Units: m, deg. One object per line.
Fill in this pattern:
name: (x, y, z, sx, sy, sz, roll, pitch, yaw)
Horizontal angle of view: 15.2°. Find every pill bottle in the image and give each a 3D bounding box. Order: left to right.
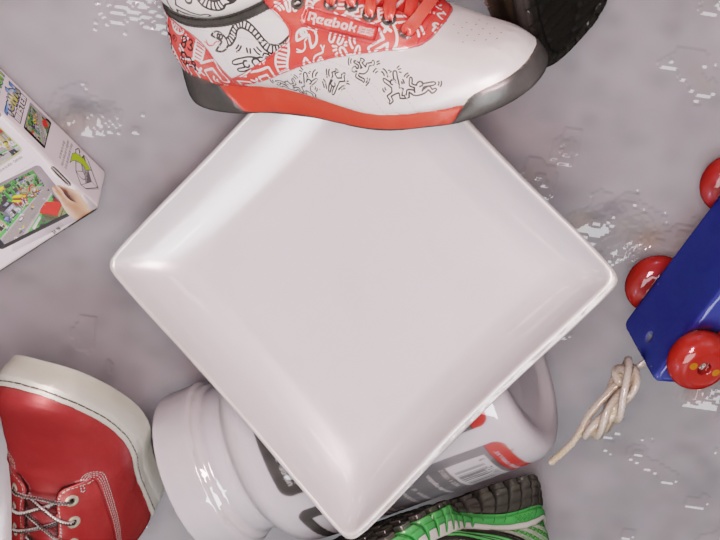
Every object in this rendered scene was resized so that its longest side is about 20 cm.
pill bottle: (-0.004, 0.078, 1.458, 0.200, 0.116, 0.116, -21, 123, 18)

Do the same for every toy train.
toy train: (0.198, 0.042, 1.433, 0.116, 0.085, 0.200, 21, 117, -28)

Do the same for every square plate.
square plate: (0.000, 0.000, 1.379, 0.198, 0.028, 0.200, -46, 77, 15)

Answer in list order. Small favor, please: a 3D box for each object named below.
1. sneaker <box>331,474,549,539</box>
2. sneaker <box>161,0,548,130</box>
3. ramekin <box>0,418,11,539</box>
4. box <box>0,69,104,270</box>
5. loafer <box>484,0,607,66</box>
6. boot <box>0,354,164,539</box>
sneaker: (0.043, 0.170, 1.472, 0.078, 0.200, 0.085, -24, 81, 43)
sneaker: (-0.013, -0.131, 1.301, 0.201, 0.067, 0.108, 4, 129, 32)
ramekin: (-0.248, 0.166, 1.492, 0.098, 0.201, 0.201, 9, 128, 9)
box: (-0.247, -0.030, 1.442, 0.200, 0.035, 0.110, -31, 119, 24)
loafer: (0.070, -0.186, 1.294, 0.071, 0.073, 0.200, 27, 148, 38)
boot: (-0.169, 0.141, 1.454, 0.072, 0.144, 0.200, 16, 156, 18)
